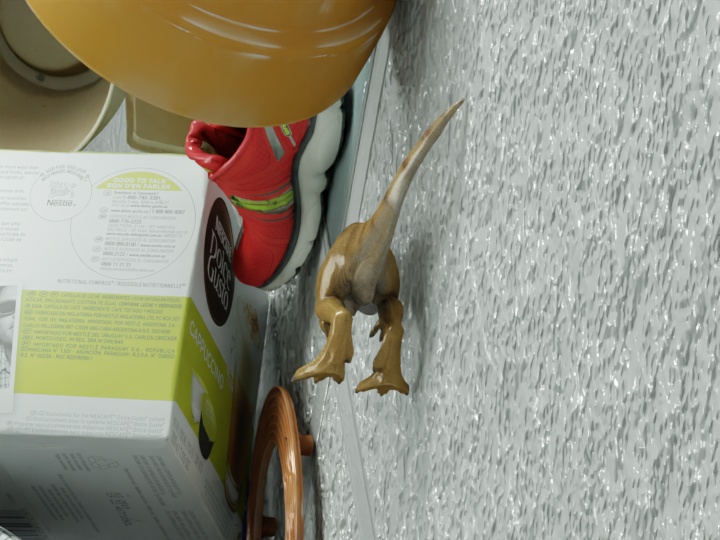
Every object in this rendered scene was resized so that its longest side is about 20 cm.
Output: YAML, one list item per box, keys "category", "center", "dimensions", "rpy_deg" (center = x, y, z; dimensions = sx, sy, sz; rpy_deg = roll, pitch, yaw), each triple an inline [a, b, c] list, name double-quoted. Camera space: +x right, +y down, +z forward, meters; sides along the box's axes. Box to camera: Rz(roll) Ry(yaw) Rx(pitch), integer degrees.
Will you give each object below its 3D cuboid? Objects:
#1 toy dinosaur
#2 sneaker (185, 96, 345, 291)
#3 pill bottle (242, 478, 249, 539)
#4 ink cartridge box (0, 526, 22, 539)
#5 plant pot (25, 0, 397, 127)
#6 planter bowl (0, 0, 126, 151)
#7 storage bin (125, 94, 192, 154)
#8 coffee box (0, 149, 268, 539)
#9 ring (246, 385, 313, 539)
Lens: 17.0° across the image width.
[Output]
- category: "toy dinosaur"
  center: [0.000, 0.000, 1.143]
  dimensions: [0.200, 0.060, 0.107]
  rpy_deg: [125, 147, -71]
- category: "sneaker"
  center: [-0.063, -0.065, 1.427]
  dimensions: [0.200, 0.084, 0.077]
  rpy_deg: [105, 164, -49]
- category: "pill bottle"
  center: [-0.127, 0.197, 1.644]
  dimensions: [0.112, 0.111, 0.201]
  rpy_deg: [105, 163, -50]
- category: "ink cartridge box"
  center: [-0.208, 0.207, 1.425]
  dimensions: [0.084, 0.199, 0.146]
  rpy_deg: [-56, -37, -12]
- category: "plant pot"
  center: [-0.051, -0.204, 1.164]
  dimensions: [0.183, 0.199, 0.201]
  rpy_deg: [124, 150, -42]
- category: "planter bowl"
  center: [-0.234, -0.171, 1.661]
  dimensions: [0.135, 0.199, 0.201]
  rpy_deg: [-41, -41, -67]
- category: "storage bin"
  center: [-0.116, -0.214, 1.724]
  dimensions: [0.200, 0.093, 0.199]
  rpy_deg: [106, 163, -50]
- category: "coffee box"
  center: [-0.180, 0.054, 1.523]
  dimensions: [0.200, 0.199, 0.199]
  rpy_deg: [73, -159, -61]
- category: "ring"
  center: [-0.048, 0.172, 1.476]
  dimensions: [0.200, 0.019, 0.202]
  rpy_deg: [-177, 90, -79]
